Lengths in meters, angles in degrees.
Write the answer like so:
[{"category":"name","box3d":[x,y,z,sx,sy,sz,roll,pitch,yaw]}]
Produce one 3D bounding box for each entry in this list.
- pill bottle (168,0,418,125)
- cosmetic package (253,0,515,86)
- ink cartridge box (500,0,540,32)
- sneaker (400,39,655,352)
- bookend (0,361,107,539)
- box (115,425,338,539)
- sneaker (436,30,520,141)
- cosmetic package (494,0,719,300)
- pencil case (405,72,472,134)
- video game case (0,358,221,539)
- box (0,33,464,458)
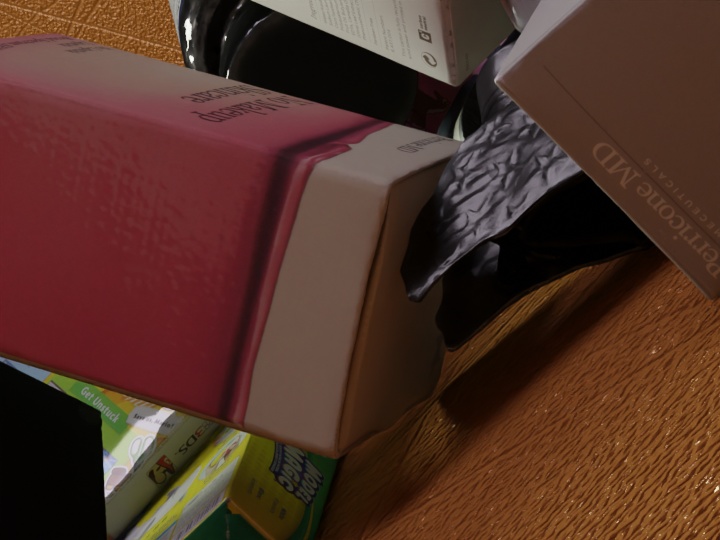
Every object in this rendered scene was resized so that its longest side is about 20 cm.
[{"category":"pill bottle","box3d":[-0.032,-0.126,1.175,0.112,0.112,0.200,-44,28,13]},{"category":"cosmetic package","box3d":[-0.013,-0.166,1.060,0.108,0.199,0.085,-47,-33,-30]},{"category":"ink cartridge box","box3d":[0.164,-0.162,0.967,0.200,0.047,0.160,-25,2,43]},{"category":"sneaker","box3d":[0.107,-0.051,0.921,0.199,0.060,0.105,-21,43,18]},{"category":"bookend","box3d":[-0.191,0.164,0.991,0.199,0.092,0.201,-43,35,28]},{"category":"box","box3d":[-0.065,0.109,1.072,0.117,0.048,0.200,-44,10,17]},{"category":"sneaker","box3d":[0.083,-0.084,1.201,0.200,0.070,0.082,-45,-4,-43]},{"category":"cosmetic package","box3d":[0.147,-0.094,0.767,0.200,0.107,0.090,-43,8,33]},{"category":"pencil case","box3d":[0.053,-0.133,1.254,0.086,0.083,0.201,-38,-31,-28]},{"category":"video game case","box3d":[-0.162,0.077,1.151,0.182,0.023,0.200,-47,38,-8]},{"category":"box","box3d":[-0.069,-0.016,0.996,0.128,0.199,0.110,-26,-51,-69]}]
